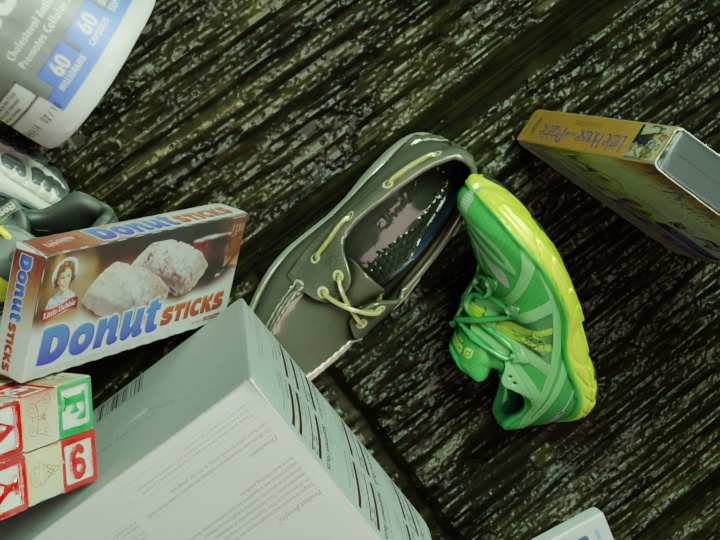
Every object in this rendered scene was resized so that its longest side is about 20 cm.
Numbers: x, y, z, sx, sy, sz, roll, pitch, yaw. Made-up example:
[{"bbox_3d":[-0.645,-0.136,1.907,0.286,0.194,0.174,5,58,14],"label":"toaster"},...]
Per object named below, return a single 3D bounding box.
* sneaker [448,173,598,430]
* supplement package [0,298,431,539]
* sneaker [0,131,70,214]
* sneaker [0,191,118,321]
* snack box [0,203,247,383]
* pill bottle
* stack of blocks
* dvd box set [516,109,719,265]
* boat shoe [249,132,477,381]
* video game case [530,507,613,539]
[{"bbox_3d":[0.094,0.030,0.998,0.083,0.074,0.200,-24,125,-3],"label":"sneaker"},{"bbox_3d":[-0.080,0.165,0.929,0.191,0.147,0.200,-36,107,6],"label":"supplement package"},{"bbox_3d":[-0.261,-0.058,0.894,0.200,0.078,0.080,30,101,-26],"label":"sneaker"},{"bbox_3d":[-0.220,-0.002,0.867,0.200,0.074,0.085,-11,129,-40],"label":"sneaker"},{"bbox_3d":[-0.130,0.008,0.896,0.024,0.200,0.072,21,107,23],"label":"snack box"},{"bbox_3d":[-0.224,-0.166,0.871,0.200,0.114,0.114,33,88,-19],"label":"pill bottle"},{"bbox_3d":[-0.255,0.088,0.843,0.115,0.200,0.059,-17,107,-59],"label":"stack of blocks"},{"bbox_3d":[0.193,-0.045,0.970,0.146,0.200,0.029,32,88,-18],"label":"dvd box set"},{"bbox_3d":[-0.002,-0.002,0.990,0.072,0.060,0.202,41,86,-19],"label":"boat shoe"},{"bbox_3d":[0.139,0.283,1.099,0.143,0.018,0.200,-26,105,-11],"label":"video game case"}]
